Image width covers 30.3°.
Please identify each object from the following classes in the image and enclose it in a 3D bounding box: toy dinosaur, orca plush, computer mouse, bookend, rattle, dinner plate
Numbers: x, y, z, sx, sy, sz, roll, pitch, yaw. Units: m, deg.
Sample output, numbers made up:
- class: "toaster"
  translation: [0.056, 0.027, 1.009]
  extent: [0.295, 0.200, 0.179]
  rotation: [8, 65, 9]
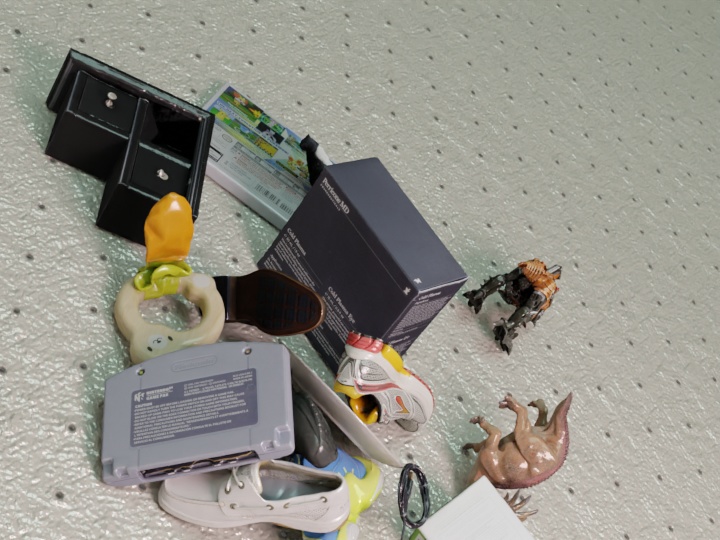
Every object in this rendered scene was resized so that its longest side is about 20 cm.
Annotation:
- class: "toy dinosaur"
  translation: [0.190, 0.230, 1.576]
  extent: [0.086, 0.199, 0.137]
  rotation: [36, 24, -59]
- class: "toy dinosaur"
  translation: [0.219, 0.025, 1.815]
  extent: [0.102, 0.135, 0.201]
  rotation: [51, -7, 41]
- class: "orca plush"
  translation: [-0.033, -0.080, 1.761]
  extent: [0.071, 0.105, 0.201]
  rotation: [-39, 113, -19]
- class: "computer mouse"
  translation: [0.033, 0.301, 1.421]
  extent: [0.058, 0.034, 0.202]
  rotation: [30, 57, -17]
- class: "bookend"
  translation: [-0.289, -0.138, 1.593]
  extent: [0.198, 0.092, 0.200]
  rotation: [24, 39, -18]
- class: "rattle"
  translation: [-0.200, 0.043, 1.441]
  extent: [0.129, 0.143, 0.201]
  rotation: [25, 38, -16]
- class: "dinner plate"
  translation: [-0.029, 0.154, 1.484]
  extent: [0.200, 0.024, 0.200]
  rotation: [47, -5, 5]

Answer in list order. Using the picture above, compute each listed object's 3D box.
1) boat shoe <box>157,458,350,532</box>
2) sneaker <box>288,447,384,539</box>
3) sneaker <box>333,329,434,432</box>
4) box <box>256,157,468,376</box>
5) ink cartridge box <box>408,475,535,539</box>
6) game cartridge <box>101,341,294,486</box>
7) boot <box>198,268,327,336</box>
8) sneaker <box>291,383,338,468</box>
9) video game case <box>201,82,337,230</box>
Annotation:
- class: "boat shoe"
  translation: [-0.108, 0.216, 1.346]
  extent: [0.197, 0.070, 0.071]
  rotation: [3, 44, 0]
- class: "sneaker"
  translation: [-0.049, 0.254, 1.413]
  extent: [0.104, 0.076, 0.200]
  rotation: [35, 29, 1]
- class: "sneaker"
  translation: [0.021, 0.144, 1.545]
  extent: [0.077, 0.083, 0.200]
  rotation: [16, -19, 35]
- class: "box"
  translation: [0.000, 0.000, 1.622]
  extent: [0.103, 0.183, 0.201]
  rotation: [-16, 62, -47]
- class: "ink cartridge box"
  translation: [0.155, 0.341, 1.470]
  extent: [0.103, 0.060, 0.201]
  rotation: [-32, 72, -24]
- class: "game cartridge"
  translation: [-0.165, 0.140, 1.353]
  extent: [0.197, 0.041, 0.135]
  rotation: [-11, 57, 8]
- class: "boot"
  translation: [-0.089, 0.037, 1.528]
  extent: [0.096, 0.198, 0.076]
  rotation: [6, 91, -47]
- class: "sneaker"
  translation: [-0.091, 0.164, 1.421]
  extent: [0.090, 0.077, 0.200]
  rotation: [-33, 31, -13]
- class: "video game case"
  translation: [-0.140, -0.154, 1.799]
  extent: [0.199, 0.022, 0.183]
  rotation: [36, 37, -3]
